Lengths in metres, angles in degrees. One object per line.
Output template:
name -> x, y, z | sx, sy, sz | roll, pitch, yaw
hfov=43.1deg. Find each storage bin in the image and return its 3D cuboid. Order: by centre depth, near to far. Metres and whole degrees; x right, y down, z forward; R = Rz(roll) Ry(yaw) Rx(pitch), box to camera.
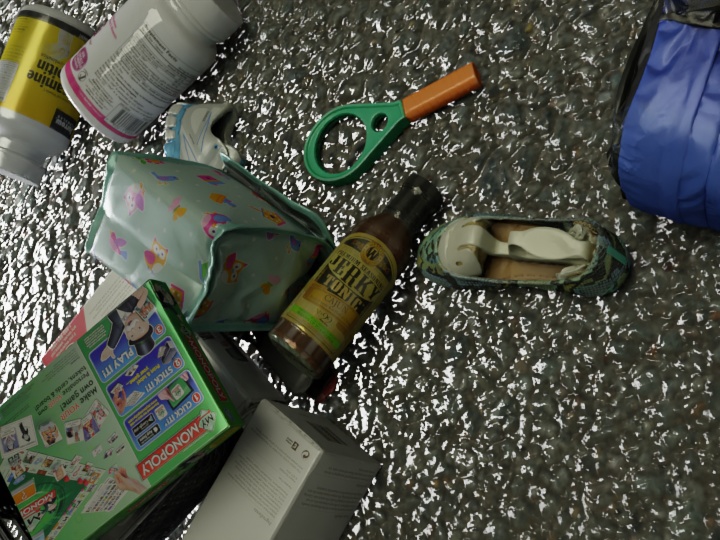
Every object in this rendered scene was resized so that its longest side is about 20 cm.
storage bin -> -0.214, 0.169, 0.788 | 0.200, 0.094, 0.135 | -46, 72, 11

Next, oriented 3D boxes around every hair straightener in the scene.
hair straightener -> -0.101, 0.047, 0.874 | 0.041, 0.077, 0.200 | -49, 55, 10

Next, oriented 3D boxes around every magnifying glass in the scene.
magnifying glass -> 0.027, -0.147, 0.892 | 0.197, 0.022, 0.081 | -23, 63, 23

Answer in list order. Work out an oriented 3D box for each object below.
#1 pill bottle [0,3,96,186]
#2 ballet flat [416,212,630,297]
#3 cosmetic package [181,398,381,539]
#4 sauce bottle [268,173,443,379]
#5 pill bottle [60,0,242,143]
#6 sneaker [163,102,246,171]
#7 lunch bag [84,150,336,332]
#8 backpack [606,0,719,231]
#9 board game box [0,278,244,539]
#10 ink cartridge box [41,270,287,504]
pill bottle -> -0.401, -0.214, 1.131 | 0.110, 0.112, 0.204 | 14, 82, 34
ballet flat -> 0.123, -0.021, 0.760 | 0.196, 0.074, 0.076 | 1, 74, 33
cosmetic package -> -0.081, 0.225, 0.783 | 0.084, 0.107, 0.202 | 32, 91, 34
sauce bottle -> 0.000, 0.000, 0.813 | 0.064, 0.065, 0.201 | 27, 73, 35
pill bottle -> -0.235, -0.251, 1.038 | 0.199, 0.113, 0.115 | -39, 58, 15
sneaker -> -0.164, -0.093, 0.967 | 0.085, 0.075, 0.205 | -7, 72, 20
lunch bag -> -0.120, -0.029, 0.842 | 0.169, 0.198, 0.124 | 33, 110, 34
backpack -> 0.271, -0.129, 0.646 | 0.166, 0.162, 0.203 | 24, 86, 32
board game box -> -0.202, 0.123, 0.724 | 0.199, 0.029, 0.136 | -37, 75, 12
ink cartridge box -> -0.188, 0.107, 0.878 | 0.146, 0.085, 0.200 | -47, 70, 10
